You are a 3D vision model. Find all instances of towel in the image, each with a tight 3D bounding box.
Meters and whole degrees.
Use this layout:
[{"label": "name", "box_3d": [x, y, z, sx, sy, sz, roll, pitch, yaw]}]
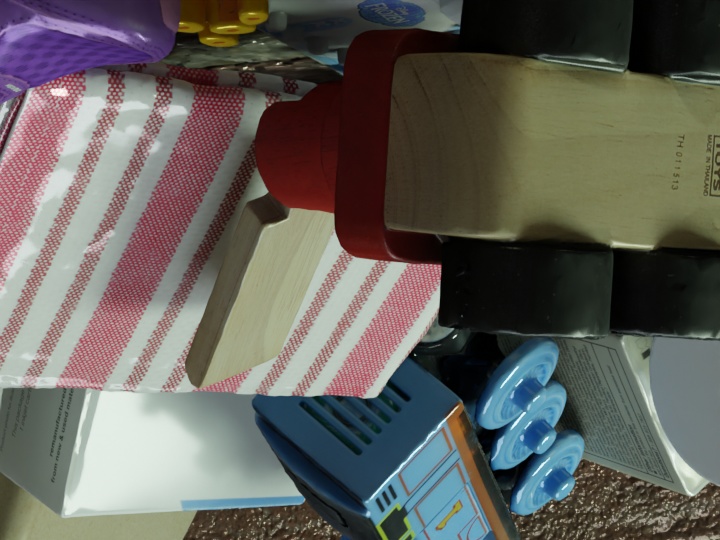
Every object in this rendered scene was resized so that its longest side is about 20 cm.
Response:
[{"label": "towel", "box_3d": [-0.049, -0.014, 0.732, 0.199, 0.030, 0.147, 4, 138, -30]}]

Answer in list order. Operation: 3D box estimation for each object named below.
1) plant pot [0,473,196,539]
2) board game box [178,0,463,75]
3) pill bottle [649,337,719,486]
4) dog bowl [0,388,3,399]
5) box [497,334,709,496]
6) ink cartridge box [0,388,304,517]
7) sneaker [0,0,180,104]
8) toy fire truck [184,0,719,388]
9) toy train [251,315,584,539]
[{"label": "plant pot", "box_3d": [-0.210, 0.118, 1.244, 0.199, 0.178, 0.200, -3, 147, 20]}, {"label": "board game box", "box_3d": [0.061, -0.081, 0.690, 0.199, 0.026, 0.200, -5, 172, 19]}, {"label": "pill bottle", "box_3d": [0.217, 0.029, 0.900, 0.199, 0.112, 0.111, -13, 180, -38]}, {"label": "dog bowl", "box_3d": [-0.233, 0.036, 0.865, 0.199, 0.201, 0.059, 0, 155, -26]}, {"label": "box", "box_3d": [0.096, 0.026, 1.010, 0.078, 0.095, 0.200, -38, -150, -23]}, {"label": "ink cartridge box", "box_3d": [-0.129, 0.040, 1.037, 0.144, 0.085, 0.200, 3, -163, -42]}, {"label": "sneaker", "box_3d": [-0.147, -0.050, 0.604, 0.199, 0.089, 0.080, -5, 172, 4]}, {"label": "toy fire truck", "box_3d": [0.041, -0.018, 0.670, 0.175, 0.130, 0.199, 2, -177, -39]}, {"label": "toy train", "box_3d": [0.028, 0.073, 0.926, 0.114, 0.087, 0.200, -44, 154, -10]}]
